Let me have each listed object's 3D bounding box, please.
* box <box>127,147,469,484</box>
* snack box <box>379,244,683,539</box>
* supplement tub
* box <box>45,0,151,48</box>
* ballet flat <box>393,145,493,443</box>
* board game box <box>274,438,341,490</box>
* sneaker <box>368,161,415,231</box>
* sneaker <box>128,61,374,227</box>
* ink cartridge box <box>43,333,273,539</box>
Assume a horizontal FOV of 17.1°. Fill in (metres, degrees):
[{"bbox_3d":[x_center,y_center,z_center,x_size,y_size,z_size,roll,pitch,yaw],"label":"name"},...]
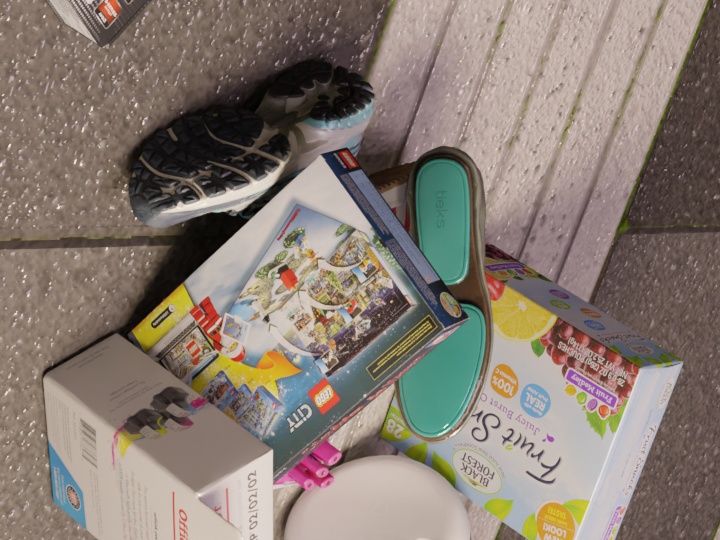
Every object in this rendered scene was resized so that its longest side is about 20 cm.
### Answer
[{"bbox_3d":[-0.043,0.036,1.543,0.200,0.137,0.038,-41,170,29],"label":"box"},{"bbox_3d":[0.127,0.099,1.819,0.067,0.200,0.170,-5,121,-49],"label":"snack box"},{"bbox_3d":[0.024,0.258,1.863,0.145,0.145,0.201,-40,142,-24],"label":"supplement tub"},{"bbox_3d":[-0.144,-0.246,1.347,0.160,0.044,0.200,-48,145,-13],"label":"box"},{"bbox_3d":[0.061,0.017,1.635,0.064,0.067,0.202,12,80,-78],"label":"ballet flat"},{"bbox_3d":[-0.064,0.081,1.721,0.199,0.026,0.201,-7,121,-49],"label":"board game box"},{"bbox_3d":[0.000,0.000,1.661,0.199,0.071,0.113,-24,105,-44],"label":"sneaker"},{"bbox_3d":[-0.067,-0.060,1.563,0.199,0.077,0.087,-27,139,-37],"label":"sneaker"},{"bbox_3d":[-0.117,0.144,1.548,0.068,0.200,0.116,-29,137,-33],"label":"ink cartridge box"}]
